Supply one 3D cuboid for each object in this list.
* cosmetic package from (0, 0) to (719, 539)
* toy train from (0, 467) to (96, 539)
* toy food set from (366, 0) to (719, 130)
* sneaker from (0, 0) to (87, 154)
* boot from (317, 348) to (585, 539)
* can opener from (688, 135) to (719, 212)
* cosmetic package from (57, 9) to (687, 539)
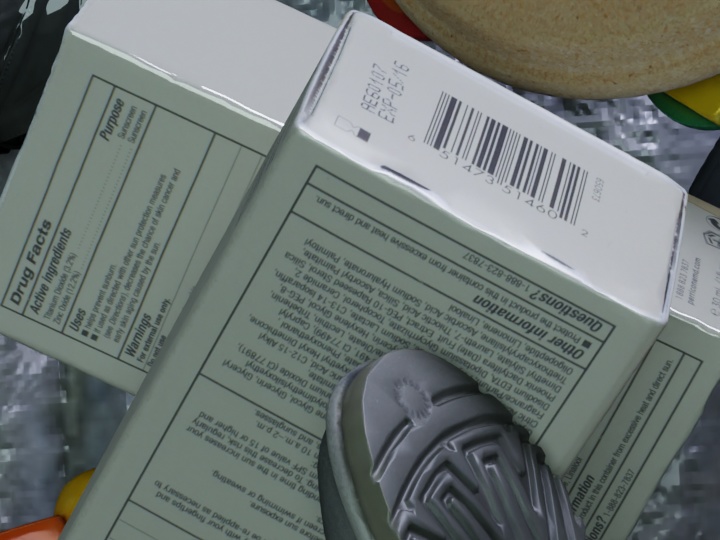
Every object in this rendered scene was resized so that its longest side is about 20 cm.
[{"bbox_3d":[0.000,0.000,0.755,0.199,0.073,0.104,26,121,-2],"label":"cosmetic package"},{"bbox_3d":[-0.082,0.079,0.805,0.116,0.085,0.200,-33,84,-4],"label":"toy train"},{"bbox_3d":[0.076,-0.144,0.777,0.200,0.049,0.198,36,101,28],"label":"toy food set"},{"bbox_3d":[-0.093,-0.075,0.814,0.091,0.076,0.200,36,98,-2],"label":"sneaker"},{"bbox_3d":[-0.022,0.129,0.664,0.200,0.073,0.182,-22,96,38],"label":"boot"},{"bbox_3d":[0.161,-0.089,0.777,0.079,0.063,0.200,42,95,19],"label":"can opener"},{"bbox_3d":[-0.009,0.046,0.690,0.103,0.073,0.200,29,122,-5],"label":"cosmetic package"}]
